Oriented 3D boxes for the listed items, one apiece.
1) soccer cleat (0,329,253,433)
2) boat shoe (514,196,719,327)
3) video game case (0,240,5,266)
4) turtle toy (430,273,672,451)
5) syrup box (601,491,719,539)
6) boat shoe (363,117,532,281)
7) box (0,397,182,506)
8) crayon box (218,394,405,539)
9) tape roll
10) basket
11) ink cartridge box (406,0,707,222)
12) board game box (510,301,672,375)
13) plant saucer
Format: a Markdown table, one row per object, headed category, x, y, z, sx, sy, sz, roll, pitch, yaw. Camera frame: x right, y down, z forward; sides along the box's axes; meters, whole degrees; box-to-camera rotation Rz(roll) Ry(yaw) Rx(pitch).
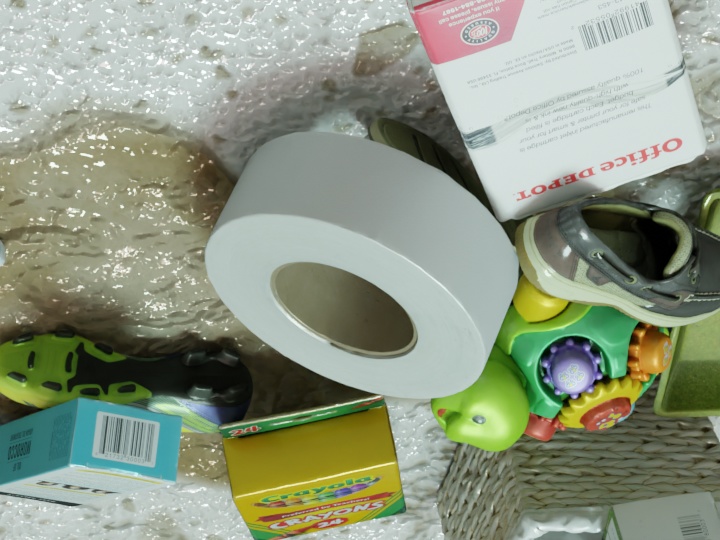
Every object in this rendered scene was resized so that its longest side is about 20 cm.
| category | x | y | z | sx | sy | sz | roll | pitch | yaw |
| --- | --- | --- | --- | --- | --- | --- | --- | --- | --- |
| soccer cleat | -0.177 | 0.093 | 1.324 | 0.199 | 0.065 | 0.084 | 6 | 139 | -20 |
| boat shoe | 0.194 | -0.009 | 1.192 | 0.200 | 0.072 | 0.066 | 8 | 155 | -36 |
| video game case | -0.364 | -0.027 | 1.177 | 0.199 | 0.023 | 0.182 | -21 | 139 | 12 |
| turtle toy | 0.137 | 0.068 | 1.276 | 0.199 | 0.102 | 0.146 | -11 | 152 | -22 |
| syrup box | 0.220 | 0.256 | 1.346 | 0.081 | 0.079 | 0.201 | -7 | 140 | -7 |
| boat shoe | 0.057 | -0.031 | 1.229 | 0.068 | 0.075 | 0.200 | -38 | 134 | 20 |
| box | -0.206 | 0.134 | 1.307 | 0.082 | 0.049 | 0.200 | 13 | 163 | -28 |
| crayon box | -0.034 | 0.154 | 1.378 | 0.126 | 0.051 | 0.200 | -12 | 159 | 0 |
| tape roll | 0.000 | 0.000 | 1.185 | 0.201 | 0.071 | 0.203 | 19 | 151 | 11 |
| basket | 0.183 | 0.199 | 1.455 | 0.199 | 0.161 | 0.199 | 3 | 137 | -15 |
| ink cartridge box | 0.120 | -0.140 | 1.113 | 0.144 | 0.085 | 0.200 | -19 | 138 | 9 |
| board game box | 0.207 | 0.026 | 1.372 | 0.199 | 0.020 | 0.103 | 19 | 132 | -31 |
| plant saucer | 0.321 | 0.014 | 1.339 | 0.199 | 0.048 | 0.201 | -1 | 124 | -12 |
